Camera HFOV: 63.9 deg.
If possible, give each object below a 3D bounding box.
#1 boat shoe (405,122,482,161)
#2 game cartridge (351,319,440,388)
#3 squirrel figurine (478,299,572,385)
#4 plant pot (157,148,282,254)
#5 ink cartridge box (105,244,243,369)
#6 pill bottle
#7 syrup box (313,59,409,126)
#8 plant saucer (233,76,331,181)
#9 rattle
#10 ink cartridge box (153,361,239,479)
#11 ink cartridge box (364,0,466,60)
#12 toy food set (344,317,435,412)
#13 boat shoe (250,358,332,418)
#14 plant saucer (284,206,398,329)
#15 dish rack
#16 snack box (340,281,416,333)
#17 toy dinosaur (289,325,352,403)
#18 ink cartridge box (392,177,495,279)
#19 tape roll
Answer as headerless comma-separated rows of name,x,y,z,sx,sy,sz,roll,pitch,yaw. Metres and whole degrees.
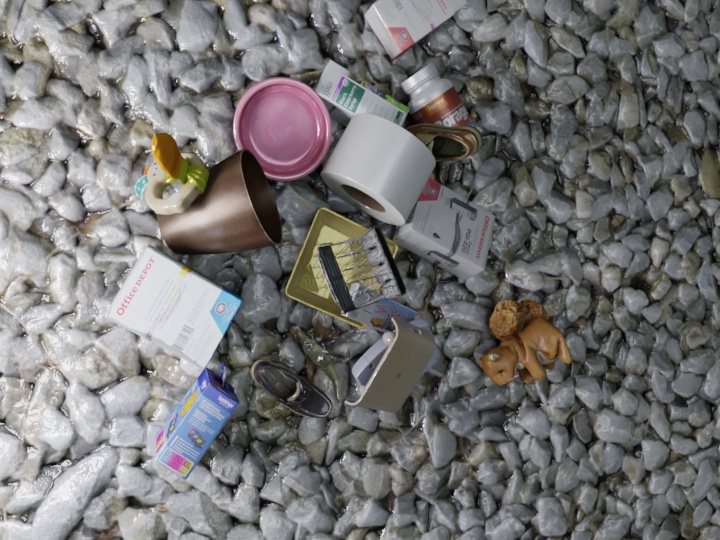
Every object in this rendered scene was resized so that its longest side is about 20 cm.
boat shoe,0.151,-0.263,1.201,0.074,0.197,0.077,-44,128,-47
game cartridge,0.079,0.200,1.265,0.198,0.041,0.135,-34,119,-14
squirrel figurine,0.359,0.168,1.341,0.184,0.142,0.203,-18,82,-5
plant pot,-0.277,-0.109,1.106,0.197,0.187,0.190,-18,97,8
ink cartridge box,-0.349,0.065,1.095,0.198,0.146,0.148,32,83,-15
pill bottle,0.172,-0.341,1.263,0.112,0.112,0.202,-36,101,-13
syrup box,-0.006,-0.350,1.224,0.198,0.081,0.080,27,82,-17
plant saucer,-0.158,-0.287,1.173,0.197,0.051,0.204,-4,109,-10
rattle,-0.377,-0.183,1.028,0.142,0.198,0.132,23,93,-55
ink cartridge box,-0.309,0.277,1.118,0.076,0.136,0.201,39,80,-17
ink cartridge box,0.123,-0.572,1.265,0.199,0.067,0.117,-38,102,-11
toy food set,0.062,0.204,1.210,0.143,0.060,0.202,24,98,-47
boat shoe,-0.140,0.254,1.207,0.199,0.065,0.072,38,79,-15
plant saucer,-0.043,-0.004,1.239,0.198,0.048,0.203,24,84,-16
dish rack,0.000,0.000,1.136,0.199,0.054,0.156,-14,78,-56
snack box,0.043,0.091,1.236,0.199,0.024,0.073,27,82,-42
toy dinosaur,-0.070,0.180,1.238,0.088,0.047,0.201,-35,102,2
ink cartridge box,0.187,-0.091,1.270,0.198,0.085,0.148,27,64,-18
tape roll,0.037,-0.203,1.179,0.201,0.202,0.141,32,83,-15
